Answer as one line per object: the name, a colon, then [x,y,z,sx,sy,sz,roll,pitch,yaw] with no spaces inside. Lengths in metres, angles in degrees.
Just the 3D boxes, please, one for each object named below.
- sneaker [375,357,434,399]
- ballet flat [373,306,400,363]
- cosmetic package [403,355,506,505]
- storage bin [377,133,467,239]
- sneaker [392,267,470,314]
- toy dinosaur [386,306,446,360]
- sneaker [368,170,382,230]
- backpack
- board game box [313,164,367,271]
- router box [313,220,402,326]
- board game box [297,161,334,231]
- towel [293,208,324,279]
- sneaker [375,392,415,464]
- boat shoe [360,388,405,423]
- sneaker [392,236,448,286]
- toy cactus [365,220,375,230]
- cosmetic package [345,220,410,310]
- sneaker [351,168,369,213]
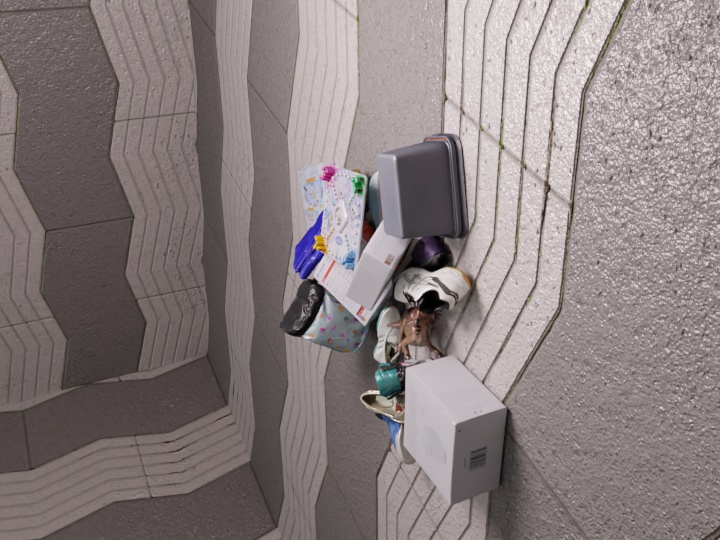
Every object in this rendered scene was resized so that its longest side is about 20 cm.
sneaker: [0.096,0.236,1.685,0.200,0.120,0.084,148,108,-75]
ballet flat: [0.075,0.162,1.819,0.201,0.069,0.070,98,151,-49]
cosmetic package: [0.183,0.314,1.532,0.200,0.122,0.201,44,140,53]
storage bin: [0.107,-0.155,1.468,0.145,0.133,0.202,-157,58,-64]
sneaker: [0.121,0.045,1.513,0.199,0.088,0.076,-12,123,51]
toy dinosaur: [0.119,0.115,1.648,0.200,0.085,0.137,-144,46,-65]
sneaker: [0.057,-0.121,1.701,0.082,0.073,0.202,159,109,-70]
backpack: [-0.079,0.126,1.923,0.168,0.199,0.127,-58,33,11]
board game box: [-0.048,-0.119,1.665,0.200,0.026,0.202,-150,64,-61]
router box: [0.000,0.000,1.766,0.179,0.049,0.200,44,133,12]
board game box: [-0.109,-0.189,2.105,0.200,0.041,0.202,-174,74,-67]
towel: [-0.098,-0.092,1.844,0.200,0.049,0.148,-51,24,26]
sneaker: [0.089,0.364,1.846,0.111,0.076,0.202,-28,71,61]
boat shoe: [0.091,0.311,1.746,0.199,0.062,0.072,11,88,38]
sneaker: [0.126,0.013,1.594,0.088,0.075,0.201,58,151,29]
toy cactus: [-0.022,-0.082,1.893,0.164,0.102,0.202,-16,59,45]
cosmetic package: [0.036,-0.010,1.583,0.074,0.102,0.200,29,148,5]
sneaker: [0.000,-0.168,1.760,0.088,0.075,0.200,56,-166,-19]
